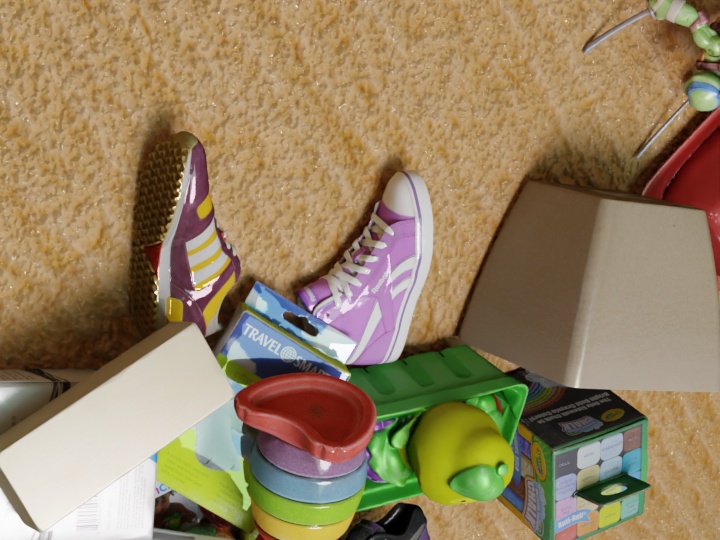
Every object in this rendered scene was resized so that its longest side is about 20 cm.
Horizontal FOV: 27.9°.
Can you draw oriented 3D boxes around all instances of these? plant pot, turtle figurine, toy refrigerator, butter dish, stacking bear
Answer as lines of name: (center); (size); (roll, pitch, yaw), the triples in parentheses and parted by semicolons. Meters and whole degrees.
plant pot: (0.242, 0.009, 1.460); (0.198, 0.199, 0.179); (4, 98, -31)
turtle figurine: (0.337, -0.242, 1.458); (0.144, 0.200, 0.194); (43, 67, -15)
toy refrigerator: (-0.212, 0.127, 1.218); (0.199, 0.070, 0.076); (-35, 104, -24)
butter dish: (0.431, -0.069, 1.547); (0.200, 0.148, 0.200); (-46, 127, -4)
stacking bear: (-0.053, 0.204, 1.290); (0.113, 0.121, 0.202); (-29, 135, -55)

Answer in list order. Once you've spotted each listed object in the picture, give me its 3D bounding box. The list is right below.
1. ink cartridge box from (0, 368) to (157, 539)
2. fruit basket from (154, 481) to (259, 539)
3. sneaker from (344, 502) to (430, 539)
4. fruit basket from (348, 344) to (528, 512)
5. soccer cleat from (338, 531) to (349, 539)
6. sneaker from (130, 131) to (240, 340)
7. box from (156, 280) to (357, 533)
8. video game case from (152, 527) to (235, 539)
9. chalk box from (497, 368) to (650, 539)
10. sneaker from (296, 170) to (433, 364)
ink cartridge box: (-0.282, 0.162, 1.267); (0.198, 0.084, 0.148); (3, 95, -29)
fruit basket: (-0.123, 0.246, 1.413); (0.184, 0.094, 0.202); (-23, 119, -19)
sneaker: (-0.009, 0.290, 1.414); (0.199, 0.075, 0.088); (-26, 120, -43)
fruit basket: (0.077, 0.175, 1.413); (0.214, 0.216, 0.157); (-10, 133, -25)
soccer cleat: (0.013, 0.359, 1.551); (0.069, 0.078, 0.201); (-36, 125, -10)
sneaker: (-0.148, -0.030, 1.286); (0.089, 0.075, 0.202); (-5, 122, -33)
box: (-0.099, 0.127, 1.344); (0.121, 0.048, 0.201); (31, 93, -13)
video game case: (-0.175, 0.328, 1.384); (0.023, 0.180, 0.202); (-54, 140, -50)
chalk box: (0.220, 0.198, 1.518); (0.124, 0.200, 0.125); (-15, 119, -22)
sneaker: (0.000, 0.000, 1.381); (0.113, 0.073, 0.203); (1, 112, -27)
